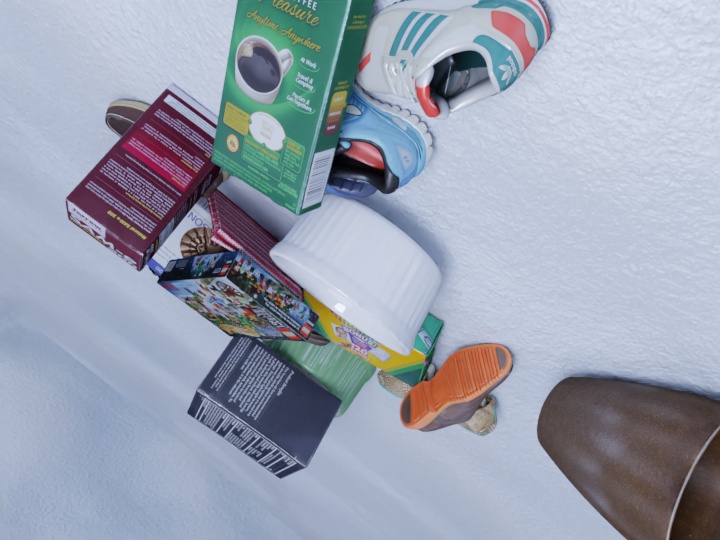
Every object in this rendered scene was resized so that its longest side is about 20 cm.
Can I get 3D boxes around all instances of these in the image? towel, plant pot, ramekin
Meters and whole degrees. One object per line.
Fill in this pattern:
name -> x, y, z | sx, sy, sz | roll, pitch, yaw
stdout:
towel -> -0.144, -0.037, 0.944 | 0.144, 0.023, 0.200 | 41, -173, -25
plant pot -> 0.305, 0.203, 0.814 | 0.198, 0.187, 0.188 | 25, 154, 48
ramekin -> -0.081, 0.156, 1.211 | 0.197, 0.099, 0.202 | 26, 151, 15
ramekin -> 0.000, 0.000, 0.838 | 0.198, 0.099, 0.201 | 34, 171, 6

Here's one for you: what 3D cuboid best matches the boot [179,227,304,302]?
boot -> -0.177, -0.005, 1.053 | 0.197, 0.076, 0.107 | 29, -179, -26

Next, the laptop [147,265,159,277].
laptop -> -0.340, -0.080, 1.226 | 0.201, 0.102, 0.179 | 50, 160, 29

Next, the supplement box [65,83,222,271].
supplement box -> -0.245, -0.113, 0.868 | 0.108, 0.202, 0.061 | 35, 152, -4

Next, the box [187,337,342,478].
box -> -0.156, 0.216, 1.146 | 0.197, 0.124, 0.200 | 36, 154, -3

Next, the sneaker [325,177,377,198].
sneaker -> -0.060, -0.123, 0.797 | 0.196, 0.075, 0.083 | 23, 160, 21

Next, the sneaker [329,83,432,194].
sneaker -> -0.029, -0.141, 0.700 | 0.197, 0.090, 0.079 | 28, 139, 9

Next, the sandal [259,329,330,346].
sandal -> -0.137, 0.077, 1.112 | 0.196, 0.082, 0.055 | 20, 121, -8

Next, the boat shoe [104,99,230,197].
boat shoe -> -0.269, -0.158, 0.963 | 0.197, 0.073, 0.073 | 30, 152, 9

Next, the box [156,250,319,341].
box -> -0.159, 0.036, 0.916 | 0.136, 0.038, 0.198 | 42, 154, -28

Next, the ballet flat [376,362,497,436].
ballet flat -> 0.117, 0.175, 1.084 | 0.196, 0.070, 0.067 | 21, 123, 18

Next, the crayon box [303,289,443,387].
crayon box -> 0.014, 0.076, 1.029 | 0.197, 0.059, 0.120 | 28, 152, 13

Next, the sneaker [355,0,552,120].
sneaker -> 0.051, -0.166, 0.583 | 0.197, 0.094, 0.071 | 4, 140, 43

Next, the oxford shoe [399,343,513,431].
oxford shoe -> 0.142, 0.163, 0.994 | 0.072, 0.073, 0.199 | 24, 136, -32

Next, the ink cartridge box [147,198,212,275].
ink cartridge box -> -0.310, -0.070, 1.095 | 0.195, 0.044, 0.200 | 40, 125, -12

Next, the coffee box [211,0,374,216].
coffee box -> -0.065, -0.167, 0.646 | 0.122, 0.044, 0.204 | 31, 122, 25
